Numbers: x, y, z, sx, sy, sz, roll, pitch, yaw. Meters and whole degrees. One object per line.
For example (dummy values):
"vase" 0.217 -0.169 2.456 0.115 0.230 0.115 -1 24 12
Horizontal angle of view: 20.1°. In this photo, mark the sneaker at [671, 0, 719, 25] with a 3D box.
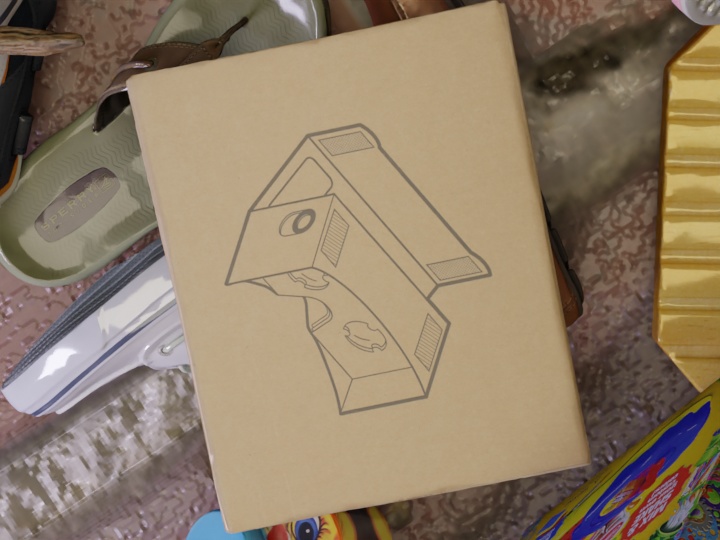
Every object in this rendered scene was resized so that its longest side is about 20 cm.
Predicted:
"sneaker" 0.190 -0.170 0.862 0.199 0.105 0.076 -16 140 -25

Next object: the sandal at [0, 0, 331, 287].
"sandal" -0.090 -0.063 0.924 0.080 0.057 0.201 45 99 -3

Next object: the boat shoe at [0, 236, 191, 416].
"boat shoe" -0.075 0.018 0.921 0.200 0.074 0.067 -37 104 22

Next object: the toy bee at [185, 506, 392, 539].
"toy bee" -0.030 0.138 0.915 0.130 0.109 0.201 -16 118 -36

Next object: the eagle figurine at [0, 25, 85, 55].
"eagle figurine" -0.209 -0.176 0.856 0.151 0.151 0.201 -30 60 47

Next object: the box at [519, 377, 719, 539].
"box" 0.133 0.156 0.833 0.122 0.193 0.200 43 130 -2

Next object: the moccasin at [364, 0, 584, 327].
"moccasin" 0.031 -0.056 0.912 0.077 0.074 0.202 -23 106 -4

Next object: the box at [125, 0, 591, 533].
"box" 0.000 0.000 0.865 0.163 0.021 0.201 -11 95 2

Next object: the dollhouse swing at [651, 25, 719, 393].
"dollhouse swing" 0.238 -0.018 0.856 0.175 0.182 0.201 -1 100 -16

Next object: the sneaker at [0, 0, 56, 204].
"sneaker" -0.187 -0.084 0.925 0.078 0.079 0.201 25 81 41
